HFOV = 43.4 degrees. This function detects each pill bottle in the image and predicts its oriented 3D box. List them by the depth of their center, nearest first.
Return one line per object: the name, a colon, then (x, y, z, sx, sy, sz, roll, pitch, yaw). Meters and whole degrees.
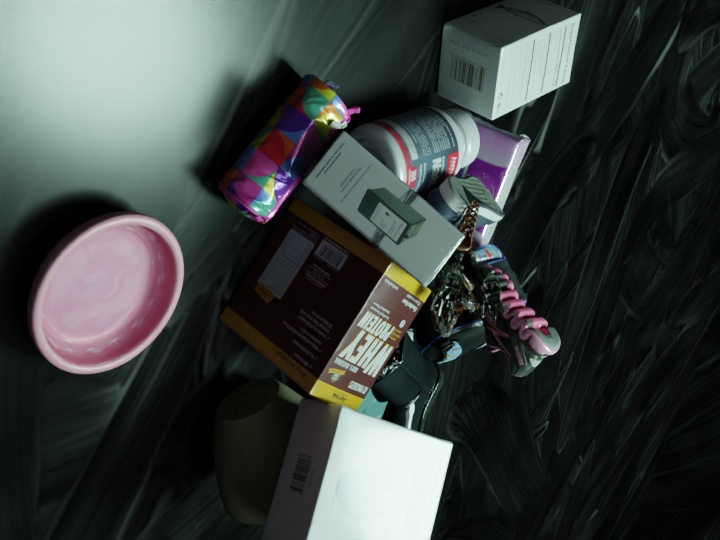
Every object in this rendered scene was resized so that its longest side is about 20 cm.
pill bottle: (0.080, -0.172, 1.318, 0.198, 0.119, 0.121, -24, 134, -39)

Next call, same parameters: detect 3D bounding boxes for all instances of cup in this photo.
cup: (-0.139, 0.247, 1.330, 0.199, 0.199, 0.145, -36, 116, -29)

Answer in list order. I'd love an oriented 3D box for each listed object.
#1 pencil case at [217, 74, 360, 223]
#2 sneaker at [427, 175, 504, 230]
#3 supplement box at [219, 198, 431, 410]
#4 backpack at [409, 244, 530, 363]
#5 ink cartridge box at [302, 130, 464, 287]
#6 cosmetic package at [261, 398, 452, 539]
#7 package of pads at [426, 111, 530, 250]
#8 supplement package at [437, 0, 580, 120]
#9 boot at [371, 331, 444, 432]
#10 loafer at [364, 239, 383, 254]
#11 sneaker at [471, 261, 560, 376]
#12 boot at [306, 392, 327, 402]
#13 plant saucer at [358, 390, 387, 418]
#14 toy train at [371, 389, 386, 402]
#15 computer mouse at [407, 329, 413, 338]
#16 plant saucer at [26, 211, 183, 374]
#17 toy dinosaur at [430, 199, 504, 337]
pencil case: (-0.092, -0.153, 1.141, 0.201, 0.088, 0.088, -51, 145, -6)
sneaker: (0.126, -0.071, 1.357, 0.146, 0.077, 0.201, -42, 159, 23)
supplement box: (-0.049, 0.048, 1.255, 0.202, 0.196, 0.132, -57, 147, 0)
backpack: (0.158, 0.067, 1.467, 0.180, 0.136, 0.200, -20, 164, -15)
ink cartridge box: (0.029, -0.080, 1.157, 0.084, 0.199, 0.146, -49, -176, 4)
cosmetic package: (-0.002, 0.303, 1.238, 0.198, 0.122, 0.203, 23, 76, -29)
package of pads: (0.183, -0.143, 1.466, 0.075, 0.119, 0.203, -19, 132, -67)
supplement package: (0.227, -0.331, 1.384, 0.199, 0.116, 0.119, -30, 137, -36)
boot: (0.041, 0.195, 1.369, 0.168, 0.076, 0.202, 43, 69, -48)
loafer: (0.000, 0.000, 1.372, 0.068, 0.075, 0.203, 30, 68, -20)
sneaker: (0.200, 0.071, 1.326, 0.078, 0.201, 0.096, -1, 133, -42)
boot: (-0.035, 0.204, 1.437, 0.070, 0.144, 0.204, -29, 137, -26)
plant saucer: (0.023, 0.239, 1.609, 0.198, 0.027, 0.202, -27, 143, -22)
toy train: (0.002, 0.115, 1.430, 0.084, 0.116, 0.202, -30, 137, -10)
computer mouse: (0.071, 0.137, 1.612, 0.199, 0.044, 0.111, 13, 105, -55)
plant saucer: (-0.298, 0.021, 1.048, 0.199, 0.050, 0.203, -32, 137, -35)
toy dinosaur: (0.133, 0.005, 1.277, 0.100, 0.136, 0.203, -14, 118, -3)
